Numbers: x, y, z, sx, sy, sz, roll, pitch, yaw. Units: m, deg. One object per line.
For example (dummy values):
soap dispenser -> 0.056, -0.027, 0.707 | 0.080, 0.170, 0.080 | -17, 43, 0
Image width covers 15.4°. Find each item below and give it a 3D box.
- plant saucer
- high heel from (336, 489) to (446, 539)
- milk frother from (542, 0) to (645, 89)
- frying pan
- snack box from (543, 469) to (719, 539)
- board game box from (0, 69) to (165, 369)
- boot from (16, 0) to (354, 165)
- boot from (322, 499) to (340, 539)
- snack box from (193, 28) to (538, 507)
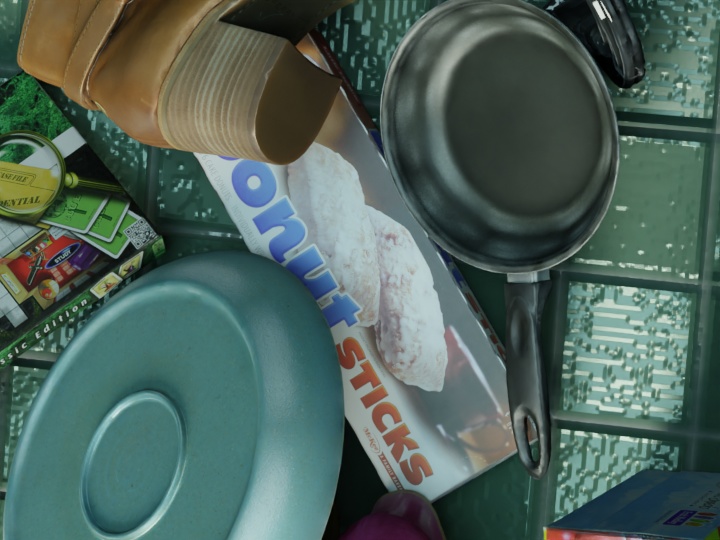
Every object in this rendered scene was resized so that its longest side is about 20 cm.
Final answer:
plant saucer -> -0.086, 0.083, 1.103 | 0.199, 0.027, 0.201 | -22, 56, 37
high heel -> 0.039, 0.191, 1.092 | 0.067, 0.096, 0.201 | -14, 100, 16
milk frother -> 0.131, -0.199, 1.046 | 0.187, 0.181, 0.200 | -18, 132, 16
frying pan -> 0.075, -0.022, 1.082 | 0.115, 0.031, 0.191 | -28, 87, 38
snack box -> 0.118, 0.188, 1.041 | 0.067, 0.169, 0.202 | 3, 95, 18
board game box -> -0.193, 0.009, 1.138 | 0.200, 0.023, 0.105 | -37, 69, -13
boot -> -0.051, -0.144, 1.120 | 0.154, 0.074, 0.201 | 20, 70, 39
boot -> -0.082, 0.142, 1.145 | 0.154, 0.072, 0.201 | -20, 76, 26
snack box -> 0.000, 0.000, 1.136 | 0.072, 0.024, 0.201 | -31, 85, 14
